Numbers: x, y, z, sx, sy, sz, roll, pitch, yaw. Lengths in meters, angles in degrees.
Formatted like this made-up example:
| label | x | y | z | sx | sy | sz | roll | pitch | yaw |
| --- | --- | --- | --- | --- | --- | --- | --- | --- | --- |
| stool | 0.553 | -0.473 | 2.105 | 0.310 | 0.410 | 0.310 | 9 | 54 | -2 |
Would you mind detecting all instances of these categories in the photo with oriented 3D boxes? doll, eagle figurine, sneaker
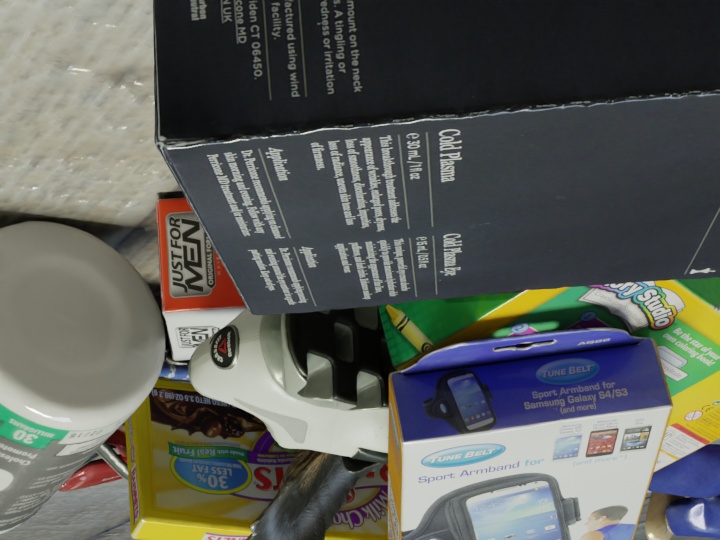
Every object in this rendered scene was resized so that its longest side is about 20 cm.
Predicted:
| label | x | y | z | sx | sy | sz | roll | pitch | yaw |
| --- | --- | --- | --- | --- | --- | --- | --- | --- | --- |
| doll | 0.240 | 0.115 | 0.894 | 0.200 | 0.049 | 0.137 | -8 | 127 | 39 |
| eagle figurine | -0.007 | 0.069 | 0.929 | 0.199 | 0.152 | 0.151 | -21 | 138 | -11 |
| sneaker | 0.001 | 0.058 | 0.799 | 0.088 | 0.074 | 0.200 | -20 | 147 | 37 |

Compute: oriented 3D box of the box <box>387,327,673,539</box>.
| label | x | y | z | sx | sy | sz | roll | pitch | yaw |
| --- | --- | --- | --- | --- | --- | --- | --- | --- | --- |
| box | 0.073 | 0.093 | 0.756 | 0.119 | 0.042 | 0.200 | -8 | 148 | -4 |

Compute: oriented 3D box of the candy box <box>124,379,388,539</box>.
| label | x | y | z | sx | sy | sz | roll | pitch | yaw |
| --- | --- | --- | --- | --- | --- | --- | --- | --- | --- |
| candy box | -0.043 | 0.123 | 0.987 | 0.199 | 0.102 | 0.026 | 10 | 140 | -24 |

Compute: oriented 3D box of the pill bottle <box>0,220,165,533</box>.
| label | x | y | z | sx | sy | sz | roll | pitch | yaw |
| --- | --- | --- | --- | --- | --- | --- | --- | --- | --- |
| pill bottle | -0.192 | 0.071 | 0.851 | 0.113 | 0.113 | 0.200 | 6 | 146 | -34 |

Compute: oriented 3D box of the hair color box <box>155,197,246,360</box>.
| label | x | y | z | sx | sy | sz | roll | pitch | yaw |
| --- | --- | --- | --- | --- | --- | --- | --- | --- | --- |
| hair color box | 0.000 | 0.000 | 0.827 | 0.199 | 0.061 | 0.102 | -4 | 164 | -5 |

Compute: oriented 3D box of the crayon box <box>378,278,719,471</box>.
| label | x | y | z | sx | sy | sz | roll | pitch | yaw |
| --- | --- | --- | --- | --- | --- | --- | --- | --- | --- |
| crayon box | 0.114 | 0.026 | 0.760 | 0.119 | 0.058 | 0.200 | -33 | 140 | 26 |

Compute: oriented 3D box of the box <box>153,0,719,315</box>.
| label | x | y | z | sx | sy | sz | roll | pitch | yaw |
| --- | --- | --- | --- | --- | --- | --- | --- | --- | --- |
| box | 0.039 | -0.063 | 0.525 | 0.181 | 0.104 | 0.200 | -4 | 165 | 2 |

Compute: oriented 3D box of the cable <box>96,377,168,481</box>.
| label | x | y | z | sx | sy | sz | roll | pitch | yaw |
| --- | --- | --- | --- | --- | --- | --- | --- | --- | --- |
| cable | -0.184 | 0.092 | 1.046 | 0.200 | 0.097 | 0.050 | 8 | 162 | -38 |

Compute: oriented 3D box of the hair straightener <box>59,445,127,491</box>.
| label | x | y | z | sx | sy | sz | roll | pitch | yaw |
| --- | --- | --- | --- | --- | --- | --- | --- | --- | --- |
| hair straightener | -0.150 | 0.101 | 1.142 | 0.041 | 0.077 | 0.200 | -38 | 163 | 31 |

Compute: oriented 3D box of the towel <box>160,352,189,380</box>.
| label | x | y | z | sx | sy | sz | roll | pitch | yaw |
| --- | --- | --- | --- | --- | --- | --- | --- | --- | --- |
| towel | -0.108 | 0.060 | 1.004 | 0.200 | 0.024 | 0.145 | 9 | -179 | -41 |
